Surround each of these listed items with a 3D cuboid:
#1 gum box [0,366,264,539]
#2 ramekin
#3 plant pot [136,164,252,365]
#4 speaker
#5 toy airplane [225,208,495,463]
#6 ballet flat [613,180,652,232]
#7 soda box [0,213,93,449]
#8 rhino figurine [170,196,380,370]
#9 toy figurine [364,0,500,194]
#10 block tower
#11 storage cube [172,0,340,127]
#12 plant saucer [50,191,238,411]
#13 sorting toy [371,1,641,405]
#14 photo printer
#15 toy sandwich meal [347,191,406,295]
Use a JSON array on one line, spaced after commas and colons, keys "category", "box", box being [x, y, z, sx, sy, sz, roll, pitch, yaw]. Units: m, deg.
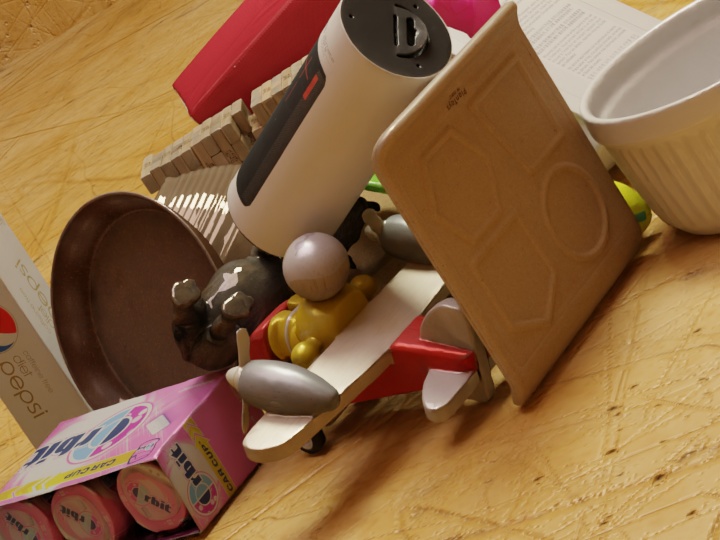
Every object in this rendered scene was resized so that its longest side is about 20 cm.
[{"category": "gum box", "box": [-0.170, 0.147, 1.615, 0.199, 0.066, 0.114, -19, 20, 39]}, {"category": "ramekin", "box": [0.255, -0.111, 1.497, 0.199, 0.105, 0.200, -29, 17, 10]}, {"category": "plant pot", "box": [-0.137, -0.009, 1.801, 0.202, 0.092, 0.201, -63, 6, 13]}, {"category": "speaker", "box": [-0.015, -0.096, 1.474, 0.081, 0.081, 0.200, -49, -4, -43]}, {"category": "toy airplane", "box": [0.002, 0.037, 1.480, 0.198, 0.142, 0.200, -30, 16, 7]}, {"category": "ballet flat", "box": [0.147, -0.048, 1.613, 0.067, 0.067, 0.200, -15, 14, -16]}, {"category": "soda box", "box": [-0.272, 0.057, 1.827, 0.063, 0.201, 0.068, -26, 18, 18]}, {"category": "rhino figurine", "box": [-0.058, 0.001, 1.609, 0.200, 0.060, 0.088, -36, -20, -31]}, {"category": "toy figurine", "box": [0.035, -0.145, 1.628, 0.149, 0.186, 0.200, 9, 2, -32]}, {"category": "block tower", "box": [-0.086, -0.115, 1.881, 0.199, 0.058, 0.054, -30, 18, 8]}, {"category": "storage cube", "box": [-0.039, -0.160, 1.999, 0.180, 0.200, 0.171, -47, 17, 3]}, {"category": "plant saucer", "box": [-0.157, 0.036, 1.712, 0.199, 0.202, 0.034, -17, 2, 42]}, {"category": "sorting toy", "box": [0.093, -0.043, 1.433, 0.036, 0.201, 0.185, -12, 26, 42]}, {"category": "photo printer", "box": [0.134, -0.161, 1.726, 0.199, 0.070, 0.166, 27, 44, 20]}, {"category": "toy sandwich meal", "box": [0.000, 0.000, 1.733, 0.204, 0.070, 0.206, -26, 29, 15]}]
